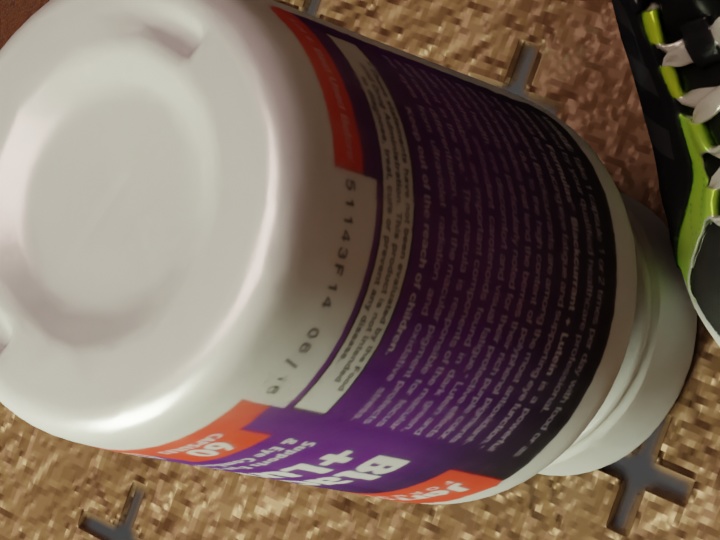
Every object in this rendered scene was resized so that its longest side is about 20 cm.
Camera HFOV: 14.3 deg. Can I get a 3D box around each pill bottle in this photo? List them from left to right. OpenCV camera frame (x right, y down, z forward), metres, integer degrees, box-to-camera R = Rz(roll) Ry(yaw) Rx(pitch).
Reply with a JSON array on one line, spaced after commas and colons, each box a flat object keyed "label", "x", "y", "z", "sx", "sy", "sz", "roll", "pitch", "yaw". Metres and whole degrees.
[{"label": "pill bottle", "x": 0.000, "y": 0.000, "z": 0.723, "sx": 0.111, "sy": 0.200, "sz": 0.112, "roll": -9, "pitch": 75, "yaw": 36}]

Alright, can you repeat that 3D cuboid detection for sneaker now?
[{"label": "sneaker", "x": 0.088, "y": -0.064, "z": 0.745, "sx": 0.072, "sy": 0.083, "sz": 0.201, "roll": -24, "pitch": 66, "yaw": 31}]

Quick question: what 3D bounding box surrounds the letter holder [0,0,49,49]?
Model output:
[{"label": "letter holder", "x": -0.103, "y": -0.096, "z": 0.879, "sx": 0.142, "sy": 0.100, "sz": 0.201, "roll": 12, "pitch": 88, "yaw": 41}]
